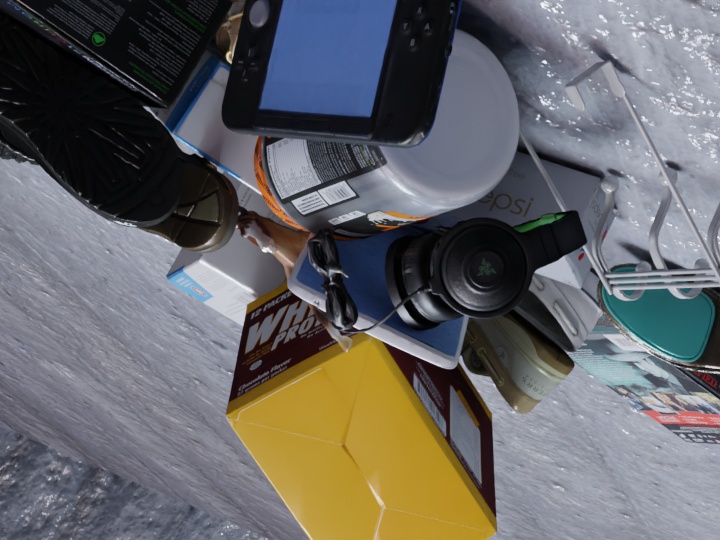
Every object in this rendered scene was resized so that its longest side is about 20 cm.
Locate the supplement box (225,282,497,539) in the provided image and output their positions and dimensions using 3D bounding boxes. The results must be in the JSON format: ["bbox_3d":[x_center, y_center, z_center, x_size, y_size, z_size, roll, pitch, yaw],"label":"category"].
[{"bbox_3d":[0.005,0.115,1.654,0.198,0.132,0.200,57,-166,-19],"label":"supplement box"}]

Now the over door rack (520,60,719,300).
[{"bbox_3d":[0.179,-0.065,1.391,0.200,0.067,0.147,49,157,-19],"label":"over door rack"}]

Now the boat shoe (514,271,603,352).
[{"bbox_3d":[0.117,-0.003,1.654,0.200,0.066,0.072,37,161,-31],"label":"boat shoe"}]

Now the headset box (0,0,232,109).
[{"bbox_3d":[-0.215,-0.204,1.487,0.174,0.093,0.200,35,171,-25],"label":"headset box"}]

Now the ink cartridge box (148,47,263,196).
[{"bbox_3d":[-0.096,-0.117,1.581,0.116,0.068,0.200,33,-177,-19],"label":"ink cartridge box"}]

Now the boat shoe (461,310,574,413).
[{"bbox_3d":[0.111,0.059,1.751,0.074,0.067,0.200,33,-173,-25],"label":"boat shoe"}]

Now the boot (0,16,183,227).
[{"bbox_3d":[-0.213,-0.096,1.495,0.211,0.079,0.158,41,166,7],"label":"boot"}]

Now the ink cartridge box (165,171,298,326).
[{"bbox_3d":[-0.046,-0.002,1.808,0.199,0.126,0.128,31,164,-13],"label":"ink cartridge box"}]

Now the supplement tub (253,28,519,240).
[{"bbox_3d":[0.010,-0.088,1.395,0.122,0.123,0.200,33,159,-19],"label":"supplement tub"}]

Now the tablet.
[{"bbox_3d":[0.020,0.005,1.478,0.129,0.014,0.200,26,-159,-2],"label":"tablet"}]

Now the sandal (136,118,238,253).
[{"bbox_3d":[-0.128,-0.062,1.536,0.054,0.082,0.200,8,-170,-31],"label":"sandal"}]

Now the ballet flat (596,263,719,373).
[{"bbox_3d":[0.278,0.051,1.583,0.199,0.068,0.075,20,178,16],"label":"ballet flat"}]

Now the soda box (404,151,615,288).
[{"bbox_3d":[0.085,-0.056,1.537,0.199,0.068,0.064,20,163,26],"label":"soda box"}]

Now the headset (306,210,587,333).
[{"bbox_3d":[0.057,-0.011,1.367,0.123,0.199,0.095,-14,98,59],"label":"headset"}]

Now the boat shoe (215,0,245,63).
[{"bbox_3d":[-0.063,-0.165,1.439,0.073,0.069,0.200,32,164,-17],"label":"boat shoe"}]

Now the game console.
[{"bbox_3d":[-0.043,-0.176,1.267,0.118,0.172,0.199,16,175,-41],"label":"game console"}]

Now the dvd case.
[{"bbox_3d":[0.267,0.098,1.805,0.199,0.022,0.146,33,163,-23],"label":"dvd case"}]

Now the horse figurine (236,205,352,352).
[{"bbox_3d":[0.000,0.000,1.556,0.133,0.050,0.199,44,-148,27],"label":"horse figurine"}]
